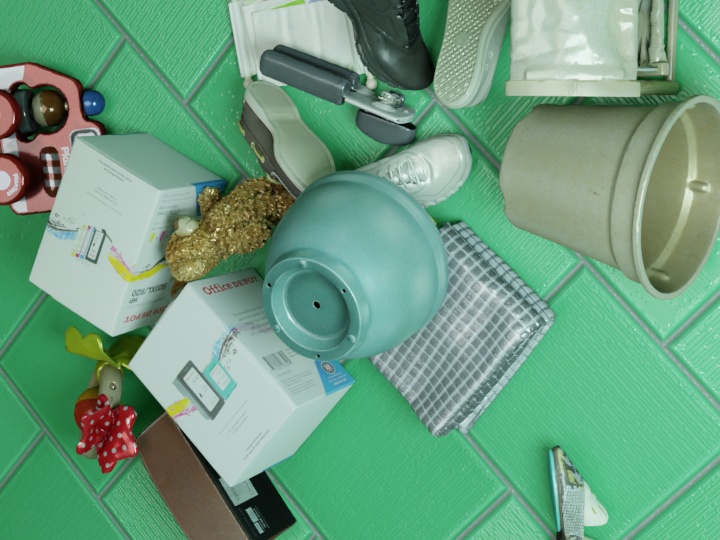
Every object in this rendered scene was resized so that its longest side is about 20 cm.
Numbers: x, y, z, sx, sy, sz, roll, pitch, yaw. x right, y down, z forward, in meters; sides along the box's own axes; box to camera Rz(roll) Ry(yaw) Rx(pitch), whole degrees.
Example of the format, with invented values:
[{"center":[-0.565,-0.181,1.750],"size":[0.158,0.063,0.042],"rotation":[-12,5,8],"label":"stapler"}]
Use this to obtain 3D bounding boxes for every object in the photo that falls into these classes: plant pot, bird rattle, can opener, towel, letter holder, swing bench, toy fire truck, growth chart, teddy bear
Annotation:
[{"center":[0.248,-0.090,1.325],"size":[0.182,0.199,0.203],"rotation":[17,105,36],"label":"plant pot"},{"center":[-0.326,0.177,1.693],"size":[0.163,0.111,0.202],"rotation":[123,143,-49],"label":"bird rattle"},{"center":[-0.027,-0.201,1.506],"size":[0.199,0.053,0.067],"rotation":[27,119,15],"label":"can opener"},{"center":[0.100,0.070,1.475],"size":[0.166,0.085,0.201],"rotation":[44,115,17],"label":"towel"},{"center":[-0.204,0.283,1.664],"size":[0.142,0.100,0.201],"rotation":[-40,79,29],"label":"letter holder"},{"center":[0.233,-0.273,1.286],"size":[0.128,0.199,0.202],"rotation":[5,100,27],"label":"swing bench"},{"center":[-0.409,-0.171,1.715],"size":[0.166,0.112,0.203],"rotation":[-6,96,5],"label":"toy fire truck"},{"center":[-0.072,-0.285,1.553],"size":[0.198,0.018,0.147],"rotation":[2,98,28],"label":"growth chart"},{"center":[-0.022,0.014,1.388],"size":[0.198,0.134,0.202],"rotation":[14,122,23],"label":"plant pot"},{"center":[-0.145,-0.065,1.538],"size":[0.198,0.067,0.146],"rotation":[-19,43,3],"label":"teddy bear"}]

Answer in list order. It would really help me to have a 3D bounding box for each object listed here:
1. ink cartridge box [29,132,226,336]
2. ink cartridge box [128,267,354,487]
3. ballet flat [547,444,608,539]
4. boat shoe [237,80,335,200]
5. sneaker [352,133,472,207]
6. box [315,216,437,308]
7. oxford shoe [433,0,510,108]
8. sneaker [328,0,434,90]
[{"center":[-0.289,-0.048,1.632],"size":[0.144,0.147,0.202],"rotation":[31,111,21],"label":"ink cartridge box"},{"center":[-0.143,0.123,1.580],"size":[0.200,0.146,0.146],"rotation":[47,116,15],"label":"ink cartridge box"},{"center":[0.241,0.291,1.452],"size":[0.071,0.072,0.203],"rotation":[2,99,28],"label":"ballet flat"},{"center":[-0.088,-0.137,1.521],"size":[0.201,0.071,0.060],"rotation":[58,137,36],"label":"boat shoe"},{"center":[0.036,-0.098,1.489],"size":[0.199,0.081,0.076],"rotation":[-23,85,28],"label":"sneaker"},{"center":[0.000,0.000,1.500],"size":[0.050,0.075,0.200],"rotation":[44,130,-3],"label":"box"},{"center":[0.132,-0.270,1.427],"size":[0.075,0.058,0.202],"rotation":[18,91,31],"label":"oxford shoe"},{"center":[0.030,-0.280,1.423],"size":[0.090,0.076,0.200],"rotation":[-11,129,40],"label":"sneaker"}]
